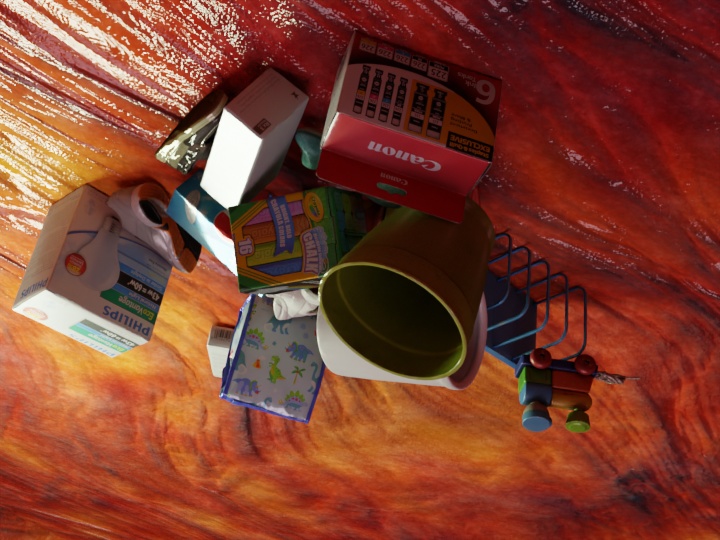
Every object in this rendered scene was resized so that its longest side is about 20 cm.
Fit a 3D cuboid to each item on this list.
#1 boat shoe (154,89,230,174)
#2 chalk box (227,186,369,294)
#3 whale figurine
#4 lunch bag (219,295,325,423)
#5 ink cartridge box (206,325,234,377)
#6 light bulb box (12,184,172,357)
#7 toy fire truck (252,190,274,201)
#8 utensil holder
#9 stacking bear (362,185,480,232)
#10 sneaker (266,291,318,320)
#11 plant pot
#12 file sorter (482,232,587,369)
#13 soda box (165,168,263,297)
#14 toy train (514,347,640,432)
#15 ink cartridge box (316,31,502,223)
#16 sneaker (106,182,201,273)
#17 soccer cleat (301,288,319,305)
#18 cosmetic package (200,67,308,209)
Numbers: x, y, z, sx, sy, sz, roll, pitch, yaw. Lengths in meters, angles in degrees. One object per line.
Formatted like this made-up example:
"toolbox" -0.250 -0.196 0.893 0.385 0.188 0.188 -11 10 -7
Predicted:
"boat shoe" -0.218 -0.188 1.483 0.065 0.073 0.200 38 152 -18
"chalk box" -0.061 -0.043 1.470 0.199 0.124 0.125 -11 174 20
"whale figurine" 0.006 -0.143 1.455 0.199 0.104 0.159 7 150 11
"lunch bag" -0.152 0.163 1.931 0.170 0.201 0.127 18 149 -12
"ink cartridge box" -0.218 0.176 2.144 0.162 0.050 0.200 10 158 1
"light bulb box" -0.428 0.004 1.756 0.198 0.201 0.125 31 145 -32
"toy fire truck" -0.079 -0.079 1.648 0.199 0.049 0.141 23 148 -17
"utensil holder" 0.061 0.081 1.552 0.199 0.170 0.170 1 149 30
"stacking bear" 0.064 -0.059 1.534 0.199 0.122 0.114 -1 117 19
"sneaker" -0.107 0.022 1.818 0.099 0.078 0.200 0 158 7
"plant pot" 0.079 0.001 1.363 0.200 0.193 0.201 21 141 18
"file sorter" 0.247 0.051 1.673 0.200 0.139 0.123 31 140 -31
"soda box" -0.195 -0.057 1.622 0.200 0.064 0.068 40 142 4
"toy train" 0.339 0.197 1.647 0.199 0.116 0.085 9 145 -4
"ink cartridge box" 0.061 -0.173 1.313 0.199 0.176 0.084 16 149 -10
"sneaker" -0.332 -0.070 1.739 0.092 0.076 0.200 3 142 29
"soccer cleat" 0.000 0.000 1.661 0.199 0.070 0.086 -25 166 5
"cosmetic package" -0.146 -0.171 1.448 0.074 0.102 0.200 39 147 6
